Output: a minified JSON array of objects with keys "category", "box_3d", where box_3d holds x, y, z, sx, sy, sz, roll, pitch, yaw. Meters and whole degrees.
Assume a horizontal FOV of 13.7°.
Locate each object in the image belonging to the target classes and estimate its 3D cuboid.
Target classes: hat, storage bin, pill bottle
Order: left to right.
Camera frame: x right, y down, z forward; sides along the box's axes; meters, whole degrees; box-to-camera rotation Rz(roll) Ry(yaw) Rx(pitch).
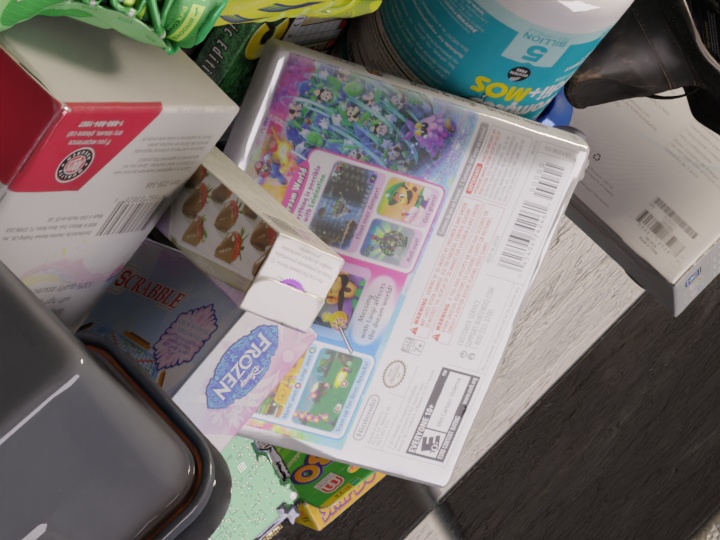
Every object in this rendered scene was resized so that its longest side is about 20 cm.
[{"category":"storage bin","box_3d":[-0.168,0.100,1.260,0.200,0.146,0.134,-41,147,-7]},{"category":"pill bottle","box_3d":[0.056,-0.122,1.562,0.111,0.111,0.200,-30,165,-42]},{"category":"hat","box_3d":[0.131,-0.136,1.633,0.081,0.201,0.201,-27,161,-1]}]

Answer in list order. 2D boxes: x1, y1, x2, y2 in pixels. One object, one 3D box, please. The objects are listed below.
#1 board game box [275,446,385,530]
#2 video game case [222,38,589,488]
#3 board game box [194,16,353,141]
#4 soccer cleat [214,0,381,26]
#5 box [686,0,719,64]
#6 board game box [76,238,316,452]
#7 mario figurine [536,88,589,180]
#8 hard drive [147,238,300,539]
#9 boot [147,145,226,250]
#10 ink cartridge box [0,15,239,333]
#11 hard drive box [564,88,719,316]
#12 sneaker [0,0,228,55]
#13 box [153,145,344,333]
[{"category":"board game box","box_3d":[-0.041,0.097,1.749,0.095,0.200,0.030,-39,117,-24]},{"category":"video game case","box_3d":[0.000,0.000,1.524,0.181,0.024,0.201,16,106,-23]},{"category":"board game box","box_3d":[-0.023,-0.147,1.499,0.105,0.023,0.200,-15,144,-56]},{"category":"soccer cleat","box_3d":[-0.017,-0.140,1.403,0.199,0.065,0.084,-22,144,-30]},{"category":"box","box_3d":[0.206,-0.163,1.760,0.044,0.160,0.200,-43,161,-5]},{"category":"board game box","box_3d":[-0.140,0.074,1.424,0.200,0.200,0.041,-50,120,-12]},{"category":"mario figurine","box_3d":[0.112,-0.086,1.805,0.123,0.106,0.200,-33,156,-42]},{"category":"hard drive","box_3d":[-0.124,0.096,1.593,0.140,0.038,0.200,-41,125,-17]},{"category":"boot","box_3d":[-0.034,-0.012,1.606,0.138,0.199,0.078,161,-60,-71]},{"category":"ink cartridge box","box_3d":[-0.167,-0.022,1.327,0.200,0.086,0.147,-51,161,20]},{"category":"hard drive box","box_3d":[0.216,-0.098,1.933,0.200,0.156,0.077,-44,163,-6]},{"category":"sneaker","box_3d":[-0.095,-0.133,1.255,0.200,0.084,0.074,-24,152,-49]},{"category":"box","box_3d":[-0.069,-0.029,1.377,0.041,0.200,0.039,24,99,-33]}]
